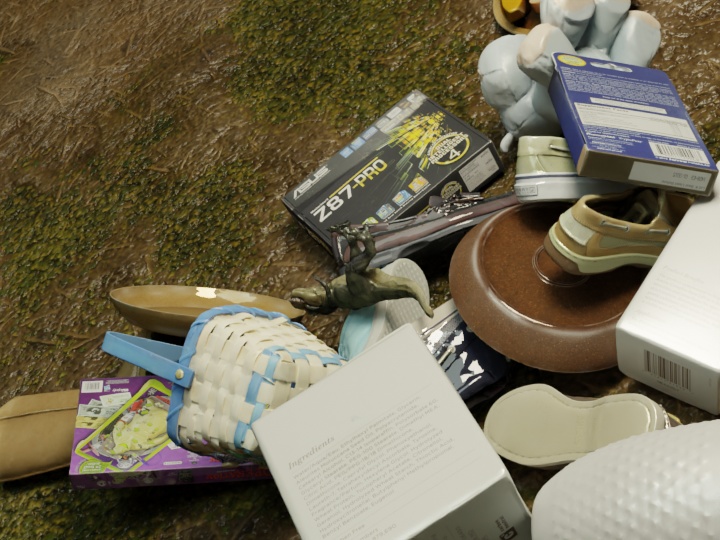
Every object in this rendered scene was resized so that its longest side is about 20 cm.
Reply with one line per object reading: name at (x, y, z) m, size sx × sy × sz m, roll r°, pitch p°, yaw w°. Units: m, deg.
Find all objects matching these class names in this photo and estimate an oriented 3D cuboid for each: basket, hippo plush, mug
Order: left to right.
basket at (-0.116, 0.100, 1.339) m, size 0.199 × 0.176 × 0.140 m, roll 24°, pitch 97°, yaw 41°
hippo plush at (0.212, -0.197, 1.517) m, size 0.159 × 0.200 × 0.160 m, roll -46°, pitch 17°, yaw -24°
mug at (0.224, 0.218, 1.089) m, size 0.174 × 0.147 × 0.202 m, roll -13°, pitch 74°, yaw 27°

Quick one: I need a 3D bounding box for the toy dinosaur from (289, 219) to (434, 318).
toy dinosaur at (0.000, 0.000, 1.386) m, size 0.047 × 0.089 × 0.199 m, roll -21°, pitch 11°, yaw -35°

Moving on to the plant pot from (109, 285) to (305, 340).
plant pot at (-0.155, 0.044, 1.498) m, size 0.199 × 0.199 × 0.028 m, roll 13°, pitch 99°, yaw 40°

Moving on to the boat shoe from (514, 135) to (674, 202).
boat shoe at (0.228, -0.099, 1.377) m, size 0.198 × 0.063 × 0.072 m, roll -6°, pitch 6°, yaw -35°

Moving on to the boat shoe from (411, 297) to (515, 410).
boat shoe at (0.126, 0.058, 1.370) m, size 0.199 × 0.075 × 0.093 m, roll -35°, pitch 66°, yaw -18°

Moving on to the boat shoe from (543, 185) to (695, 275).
boat shoe at (0.250, -0.047, 1.307) m, size 0.199 × 0.077 × 0.072 m, roll -15°, pitch 51°, yaw -44°

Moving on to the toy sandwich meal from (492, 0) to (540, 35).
toy sandwich meal at (0.231, -0.340, 1.693) m, size 0.203 × 0.070 × 0.206 m, roll -18°, pitch 42°, yaw 17°

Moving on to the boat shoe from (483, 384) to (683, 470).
boat shoe at (0.186, 0.137, 1.239) m, size 0.199 × 0.059 × 0.073 m, roll -7°, pitch 63°, yaw 51°

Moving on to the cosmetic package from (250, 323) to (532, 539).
cosmetic package at (0.039, 0.189, 1.204) m, size 0.164 × 0.165 × 0.200 m, roll -32°, pitch 41°, yaw 0°

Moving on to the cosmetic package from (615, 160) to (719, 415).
cosmetic package at (0.307, 0.012, 1.269) m, size 0.101 × 0.074 × 0.200 m, roll 25°, pitch 63°, yaw 27°

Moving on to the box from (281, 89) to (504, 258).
box at (0.033, -0.092, 1.587) m, size 0.199 × 0.049 × 0.161 m, roll -39°, pitch 37°, yaw -7°

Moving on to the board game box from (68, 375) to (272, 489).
board game box at (-0.176, 0.152, 1.432) m, size 0.198 × 0.033 × 0.121 m, roll -2°, pitch 40°, yaw 0°

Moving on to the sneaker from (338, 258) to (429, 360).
sneaker at (0.013, 0.087, 1.415) m, size 0.082 × 0.074 × 0.201 m, roll -29°, pitch 34°, yaw 45°

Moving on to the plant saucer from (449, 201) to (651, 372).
plant saucer at (0.180, 0.003, 1.336) m, size 0.198 × 0.035 × 0.202 m, roll 3°, pitch 47°, yaw -3°

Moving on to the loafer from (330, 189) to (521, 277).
loafer at (0.065, -0.048, 1.477) m, size 0.198 × 0.072 × 0.064 m, roll -21°, pitch 78°, yaw -1°

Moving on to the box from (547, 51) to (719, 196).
box at (0.240, -0.136, 1.341) m, size 0.120 × 0.033 × 0.201 m, roll 8°, pitch 33°, yaw -8°

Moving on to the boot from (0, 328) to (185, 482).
boot at (-0.291, 0.132, 1.556) m, size 0.198 × 0.066 × 0.176 m, roll -11°, pitch 44°, yaw 25°
